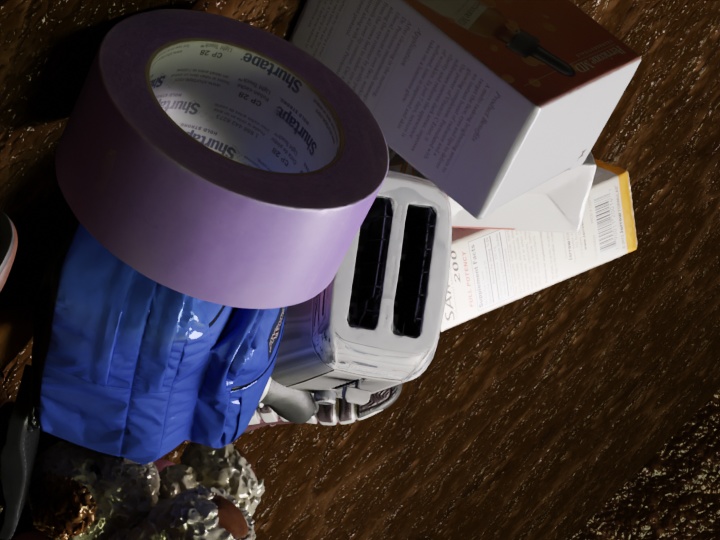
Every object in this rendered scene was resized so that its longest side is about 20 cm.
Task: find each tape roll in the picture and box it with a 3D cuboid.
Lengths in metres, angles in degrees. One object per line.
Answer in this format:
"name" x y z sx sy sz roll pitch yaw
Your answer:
"tape roll" -0.088 -0.073 1.445 0.200 0.200 0.085 -24 149 -52

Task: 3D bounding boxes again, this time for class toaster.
"toaster" 0.000 0.000 1.690 0.129 0.113 0.202 171 -70 -67

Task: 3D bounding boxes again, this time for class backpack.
"backpack" -0.134 0.015 1.555 0.201 0.167 0.163 99 3 -51

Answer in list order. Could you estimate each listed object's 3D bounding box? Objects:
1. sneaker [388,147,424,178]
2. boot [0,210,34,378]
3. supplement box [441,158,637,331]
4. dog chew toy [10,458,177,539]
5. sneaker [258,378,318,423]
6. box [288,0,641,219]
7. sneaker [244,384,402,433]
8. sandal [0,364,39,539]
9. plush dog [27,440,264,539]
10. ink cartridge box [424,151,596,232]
"sneaker" 0.048 -0.071 1.926 0.201 0.092 0.076 -56 161 21
"boot" -0.253 0.038 1.501 0.189 0.068 0.200 -58 163 10
"supplement box" 0.107 -0.031 1.836 0.199 0.126 0.074 -21 115 -25
"dog chew toy" -0.219 0.233 1.889 0.199 0.125 0.125 -21 148 -39
"sneaker" -0.116 0.076 1.741 0.200 0.074 0.089 41 74 -33
"box" 0.074 -0.155 1.651 0.152 0.200 0.107 -28 152 -50
"sneaker" -0.063 0.103 1.967 0.198 0.076 0.116 -5 171 1
"sandal" -0.264 0.130 1.675 0.200 0.045 0.076 106 -6 -54
"plush dog" -0.184 0.195 1.779 0.161 0.171 0.200 -55 -174 12
"ink cartridge box" 0.105 -0.115 1.795 0.116 0.201 0.068 2 125 -12
